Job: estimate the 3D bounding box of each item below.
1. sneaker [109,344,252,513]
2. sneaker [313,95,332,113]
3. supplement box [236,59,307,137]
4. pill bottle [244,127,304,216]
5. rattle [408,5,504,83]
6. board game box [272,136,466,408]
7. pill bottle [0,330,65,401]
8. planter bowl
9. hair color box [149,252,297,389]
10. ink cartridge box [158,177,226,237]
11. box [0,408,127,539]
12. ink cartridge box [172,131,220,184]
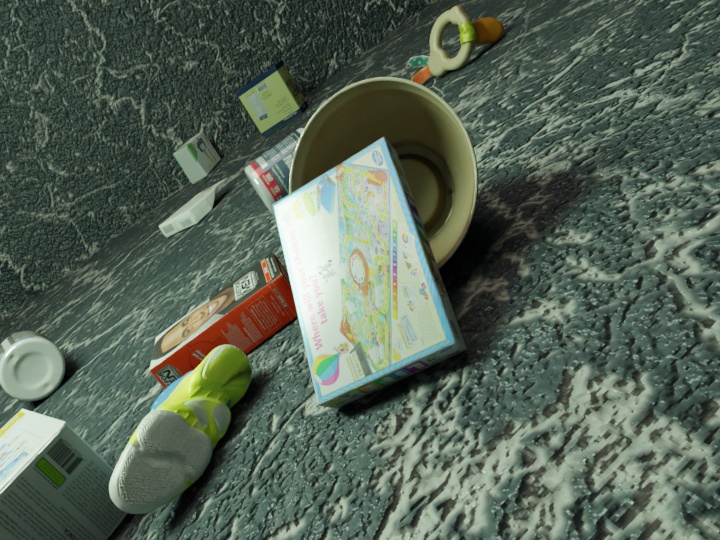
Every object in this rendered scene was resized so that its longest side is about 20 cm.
[{"bbox_3d":[-0.187,0.165,0.599,0.104,0.076,0.201,-32,12,38],"label":"sneaker"},{"bbox_3d":[-0.043,-0.366,1.453,0.070,0.099,0.200,-38,-4,18],"label":"sneaker"},{"bbox_3d":[-0.347,-0.680,2.341,0.196,0.203,0.135,-25,23,19],"label":"supplement box"},{"bbox_3d":[-0.120,-0.208,1.170,0.198,0.121,0.119,-38,22,-7],"label":"pill bottle"},{"bbox_3d":[0.218,-0.517,1.388,0.142,0.131,0.201,-38,-8,-40],"label":"rattle"},{"bbox_3d":[0.000,0.000,0.530,0.132,0.034,0.205,-25,64,19],"label":"board game box"},{"bbox_3d":[-0.652,0.180,1.157,0.114,0.115,0.198,-44,24,-25],"label":"pill bottle"},{"bbox_3d":[0.037,-0.086,0.637,0.196,0.205,0.134,-26,-6,18],"label":"planter bowl"},{"bbox_3d":[-0.172,0.070,0.763,0.198,0.062,0.102,-37,23,-3],"label":"hair color box"},{"bbox_3d":[-0.490,-0.188,1.770,0.158,0.051,0.201,-17,24,37],"label":"ink cartridge box"},{"bbox_3d":[-0.330,0.224,0.606,0.197,0.114,0.102,-8,34,48],"label":"box"},{"bbox_3d":[-0.691,-0.482,2.508,0.086,0.148,0.202,-25,23,17],"label":"ink cartridge box"}]
